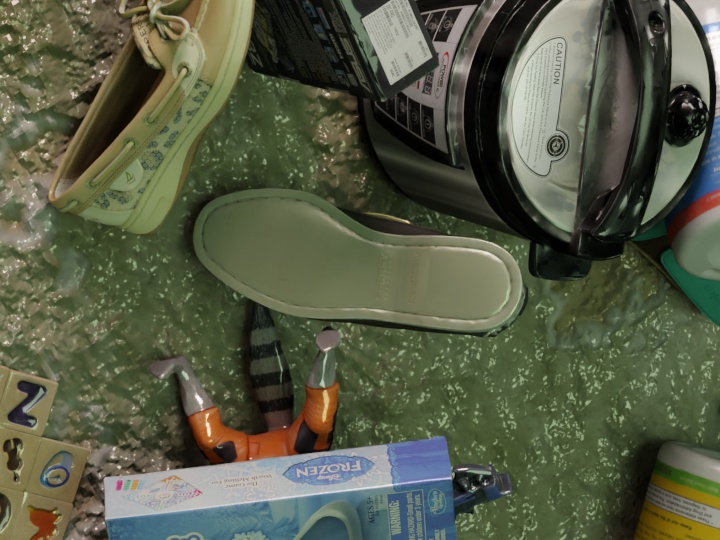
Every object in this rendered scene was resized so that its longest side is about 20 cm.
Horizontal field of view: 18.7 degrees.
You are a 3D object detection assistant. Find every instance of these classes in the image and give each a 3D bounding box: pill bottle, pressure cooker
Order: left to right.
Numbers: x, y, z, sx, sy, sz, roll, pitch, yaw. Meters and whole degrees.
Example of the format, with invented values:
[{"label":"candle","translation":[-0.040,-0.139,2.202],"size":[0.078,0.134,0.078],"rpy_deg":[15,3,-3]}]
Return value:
[{"label":"pressure cooker","translation":[0.114,-0.106,1.304],"size":[0.179,0.200,0.176],"rpy_deg":[-43,121,-17]},{"label":"pill bottle","translation":[0.231,0.227,1.499],"size":[0.110,0.111,0.202],"rpy_deg":[15,92,-33]},{"label":"pill bottle","translation":[0.229,-0.105,1.386],"size":[0.112,0.112,0.201],"rpy_deg":[7,60,-32]}]

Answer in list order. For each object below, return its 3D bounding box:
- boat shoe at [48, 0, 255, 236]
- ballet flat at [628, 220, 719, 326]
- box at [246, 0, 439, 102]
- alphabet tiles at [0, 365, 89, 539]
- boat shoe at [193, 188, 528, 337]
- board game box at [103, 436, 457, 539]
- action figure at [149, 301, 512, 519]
[{"label":"boat shoe","translation":[-0.113,-0.106,1.208],"size":[0.062,0.073,0.201],"rpy_deg":[10,120,-26]},{"label":"ballet flat","translation":[0.208,-0.038,1.469],"size":[0.200,0.068,0.063],"rpy_deg":[45,48,-33]},{"label":"box","translation":[-0.048,-0.196,1.208],"size":[0.049,0.161,0.201],"rpy_deg":[-35,115,-22]},{"label":"alphabet tiles","translation":[-0.246,0.147,1.250],"size":[0.166,0.006,0.202],"rpy_deg":[18,90,-33]},{"label":"boat shoe","translation":[0.000,0.000,1.292],"size":[0.061,0.200,0.072],"rpy_deg":[29,74,-76]},{"label":"board game box","translation":[-0.040,0.198,1.285],"size":[0.197,0.044,0.201],"rpy_deg":[-7,124,-2]},{"label":"action figure","translation":[-0.014,0.116,1.328],"size":[0.198,0.105,0.195],"rpy_deg":[-16,118,5]}]
